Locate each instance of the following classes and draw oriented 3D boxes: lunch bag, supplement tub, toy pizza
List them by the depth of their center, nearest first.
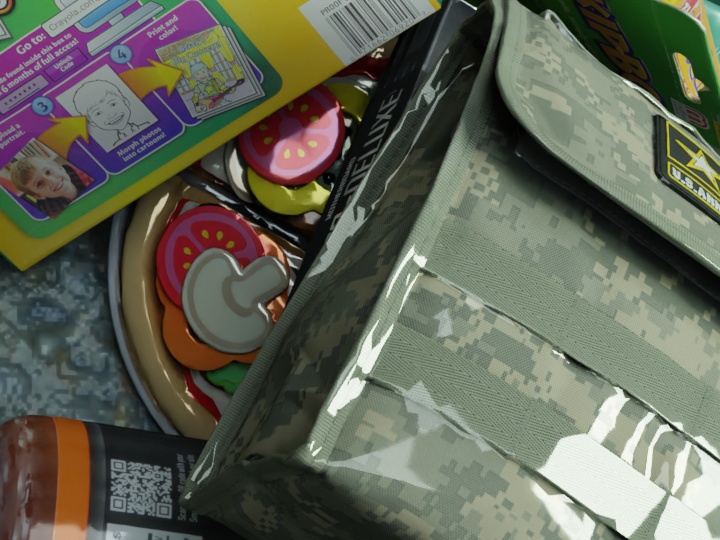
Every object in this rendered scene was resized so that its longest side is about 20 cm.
[{"bbox_3d":[0.068,0.025,0.601,0.163,0.117,0.201,35,63,-14],"label":"lunch bag"},{"bbox_3d":[-0.077,0.110,0.677,0.198,0.107,0.108,11,67,-17],"label":"supplement tub"},{"bbox_3d":[0.000,0.000,0.744,0.198,0.032,0.202,0,90,-3],"label":"toy pizza"}]

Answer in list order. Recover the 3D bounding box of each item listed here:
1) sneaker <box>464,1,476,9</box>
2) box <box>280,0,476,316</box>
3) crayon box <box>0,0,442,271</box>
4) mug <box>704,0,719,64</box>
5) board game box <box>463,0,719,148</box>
[{"bbox_3d":[0.016,-0.076,0.810,0.088,0.079,0.202,-10,77,-4],"label":"sneaker"},{"bbox_3d":[0.078,0.018,0.698,0.199,0.050,0.159,28,67,-16],"label":"box"},{"bbox_3d":[-0.085,-0.099,0.685,0.119,0.199,0.059,48,21,-33],"label":"crayon box"},{"bbox_3d":[0.120,-0.155,0.809,0.114,0.185,0.153,25,85,-7],"label":"mug"},{"bbox_3d":[0.057,-0.118,0.703,0.200,0.096,0.030,38,82,29],"label":"board game box"}]
